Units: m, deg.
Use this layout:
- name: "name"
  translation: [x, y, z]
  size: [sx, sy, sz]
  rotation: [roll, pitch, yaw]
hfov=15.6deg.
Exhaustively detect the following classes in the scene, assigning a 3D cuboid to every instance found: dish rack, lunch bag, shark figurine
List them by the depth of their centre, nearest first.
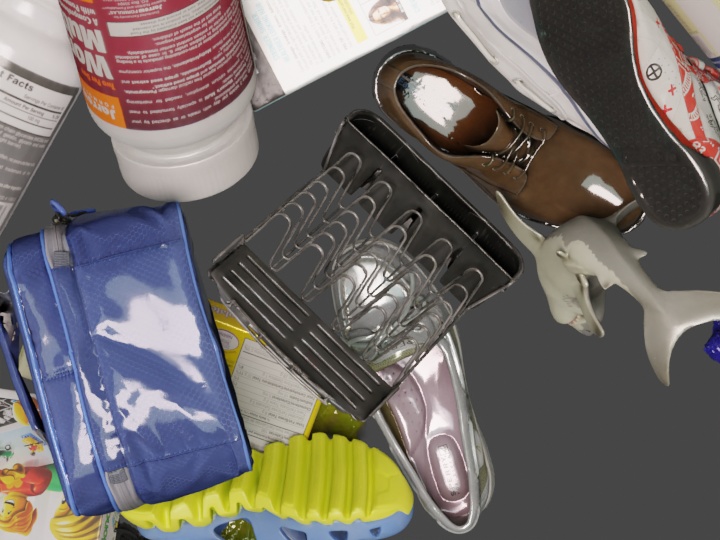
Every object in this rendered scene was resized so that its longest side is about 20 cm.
- name: "lunch bag"
  translation: [-0.154, 0.049, 1.626]
  size: [0.132, 0.136, 0.200]
  rotation: [-16, 88, -3]
- name: "shark figurine"
  translation: [0.164, -0.013, 1.637]
  size: [0.089, 0.214, 0.128]
  rotation: [-34, 103, -11]
- name: "dish rack"
  translation: [0.000, 0.000, 1.649]
  size: [0.153, 0.200, 0.055]
  rotation: [43, 129, 3]

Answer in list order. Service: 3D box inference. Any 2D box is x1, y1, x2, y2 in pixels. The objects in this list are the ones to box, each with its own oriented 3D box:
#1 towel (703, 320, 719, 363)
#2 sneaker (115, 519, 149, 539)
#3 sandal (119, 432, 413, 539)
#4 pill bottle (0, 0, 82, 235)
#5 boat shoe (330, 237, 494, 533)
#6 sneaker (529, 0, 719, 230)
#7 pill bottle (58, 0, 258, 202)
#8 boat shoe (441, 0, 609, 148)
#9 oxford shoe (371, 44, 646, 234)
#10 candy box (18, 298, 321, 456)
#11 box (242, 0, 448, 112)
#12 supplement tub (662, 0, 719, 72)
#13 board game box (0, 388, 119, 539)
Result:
- name: "towel"
  translation: [0.344, 0.038, 1.717]
  size: [0.200, 0.050, 0.148]
  rotation: [27, 99, -3]
- name: "sneaker"
  translation: [-0.148, 0.245, 1.764]
  size: [0.200, 0.076, 0.091]
  rotation: [43, 109, -2]
- name: "sandal"
  translation: [-0.057, 0.162, 1.731]
  size: [0.200, 0.080, 0.087]
  rotation: [-3, 128, 21]
- name: "pill bottle"
  translation: [-0.243, -0.117, 1.675]
  size: [0.116, 0.116, 0.200]
  rotation: [30, 100, -4]
- name: "boat shoe"
  translation: [0.036, 0.075, 1.725]
  size: [0.074, 0.065, 0.202]
  rotation: [-18, 96, 5]
- name: "sneaker"
  translation: [0.175, -0.127, 1.633]
  size: [0.067, 0.108, 0.202]
  rotation: [-26, 94, 28]
- name: "pill bottle"
  translation: [-0.124, -0.145, 1.606]
  size: [0.109, 0.110, 0.200]
  rotation: [-8, 131, 3]
- name: "boat shoe"
  translation: [0.127, -0.137, 1.672]
  size: [0.200, 0.065, 0.074]
  rotation: [45, 58, -32]
- name: "oxford shoe"
  translation: [0.097, -0.075, 1.687]
  size: [0.200, 0.084, 0.073]
  rotation: [26, 96, -6]
- name: "candy box"
  translation: [-0.121, 0.060, 1.732]
  size: [0.200, 0.026, 0.102]
  rotation: [21, 126, -2]
- name: "box"
  translation: [0.001, -0.185, 1.687]
  size: [0.200, 0.049, 0.082]
  rotation: [-26, 99, 6]
- name: "supplement tub"
  translation: [0.228, -0.232, 1.622]
  size: [0.145, 0.145, 0.200]
  rotation: [-39, 97, 8]
- name: "board game box"
  translation: [-0.255, 0.139, 1.726]
  size: [0.200, 0.035, 0.126]
  rotation: [7, 84, 14]
